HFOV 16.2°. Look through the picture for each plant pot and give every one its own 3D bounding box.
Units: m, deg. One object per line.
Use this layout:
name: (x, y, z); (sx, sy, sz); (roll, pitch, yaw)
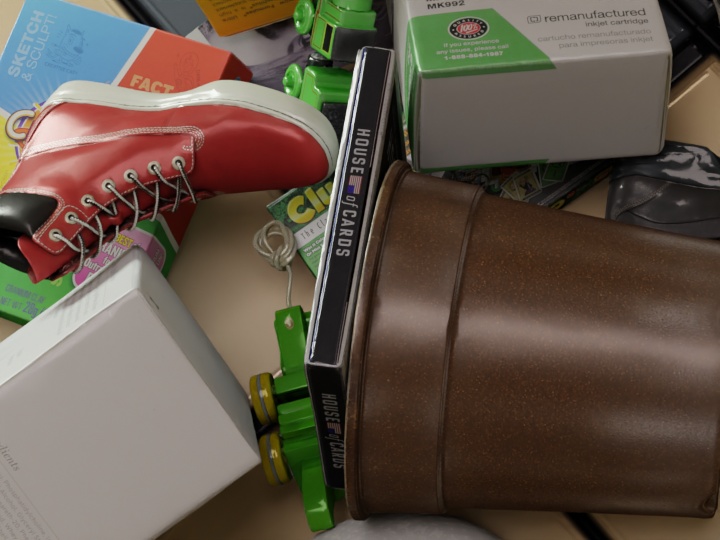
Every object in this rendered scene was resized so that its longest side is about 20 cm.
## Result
plant pot: (0.105, 0.051, 1.384); (0.198, 0.200, 0.200); (7, 71, 8)

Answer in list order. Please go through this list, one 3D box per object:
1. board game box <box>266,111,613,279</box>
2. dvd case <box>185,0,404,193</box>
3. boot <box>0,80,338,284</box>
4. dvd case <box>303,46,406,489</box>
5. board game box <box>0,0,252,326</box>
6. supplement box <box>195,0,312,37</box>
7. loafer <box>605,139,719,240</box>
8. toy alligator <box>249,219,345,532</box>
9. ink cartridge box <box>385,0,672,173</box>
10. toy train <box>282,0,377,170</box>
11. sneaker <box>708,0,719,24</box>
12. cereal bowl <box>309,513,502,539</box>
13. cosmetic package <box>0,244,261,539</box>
board game box: (0.053, -0.053, 1.520); (0.200, 0.023, 0.105); (-34, 74, 0)
dvd case: (0.002, -0.148, 1.583); (0.200, 0.016, 0.149); (-37, 64, 0)
boot: (-0.120, -0.041, 1.460); (0.200, 0.072, 0.144); (3, 44, 25)
dvd case: (0.000, 0.000, 1.401); (0.025, 0.150, 0.200); (6, 61, 8)
board game box: (-0.175, -0.060, 1.576); (0.153, 0.040, 0.200); (18, 80, 22)
supplement box: (-0.076, -0.254, 1.530); (0.109, 0.200, 0.109); (-15, 52, 16)
loafer: (0.234, -0.024, 1.442); (0.200, 0.073, 0.072); (10, 81, 29)
toy alligator: (-0.031, 0.067, 1.487); (0.059, 0.054, 0.200); (-14, 60, 8)
ink cartridge box: (0.090, -0.158, 1.475); (0.146, 0.084, 0.200); (-6, 47, -4)
toy train: (-0.012, -0.153, 1.490); (0.056, 0.042, 0.200); (41, 125, 56)
sneaker: (0.257, -0.123, 1.457); (0.076, 0.088, 0.200); (1, 50, -22)
cereal bowl: (0.017, 0.224, 1.395); (0.200, 0.083, 0.200); (-5, 69, 13)
cosmetic package: (-0.170, 0.099, 1.419); (0.200, 0.199, 0.123); (-37, 99, 1)
